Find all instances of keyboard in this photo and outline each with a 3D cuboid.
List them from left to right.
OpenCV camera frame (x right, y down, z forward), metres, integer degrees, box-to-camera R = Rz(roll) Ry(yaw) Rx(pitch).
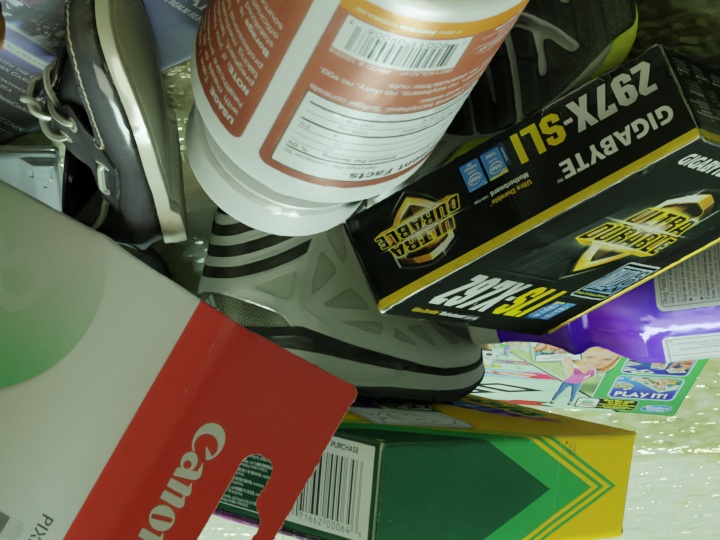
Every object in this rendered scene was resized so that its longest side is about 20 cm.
[{"bbox_3d":[-0.171,-0.020,1.428,0.056,0.011,0.200,6,158,0],"label":"keyboard"}]

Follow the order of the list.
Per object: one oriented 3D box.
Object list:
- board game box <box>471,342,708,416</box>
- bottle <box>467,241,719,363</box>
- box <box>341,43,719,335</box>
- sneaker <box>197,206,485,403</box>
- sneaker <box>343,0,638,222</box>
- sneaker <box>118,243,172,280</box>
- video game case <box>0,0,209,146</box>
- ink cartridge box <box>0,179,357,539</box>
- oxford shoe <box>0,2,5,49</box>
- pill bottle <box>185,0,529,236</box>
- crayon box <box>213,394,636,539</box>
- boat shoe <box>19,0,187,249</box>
[{"bbox_3d":[0.085,0.031,1.528,0.200,0.029,0.135,4,153,-8],"label":"board game box"},{"bbox_3d":[0.151,0.003,1.414,0.200,0.084,0.065,-7,144,10],"label":"bottle"},{"bbox_3d":[0.103,-0.030,1.280,0.160,0.049,0.200,-27,166,19],"label":"box"},{"bbox_3d":[0.000,0.000,1.390,0.076,0.116,0.200,11,-177,37],"label":"sneaker"},{"bbox_3d":[0.064,-0.079,1.279,0.090,0.078,0.200,5,158,-34],"label":"sneaker"},{"bbox_3d":[-0.104,0.034,1.497,0.079,0.074,0.200,-8,160,-7],"label":"sneaker"},{"bbox_3d":[-0.157,-0.109,1.264,0.200,0.019,0.143,-22,146,34],"label":"video game case"},{"bbox_3d":[-0.127,0.070,1.286,0.200,0.161,0.050,27,171,17],"label":"ink cartridge box"},{"bbox_3d":[-0.227,-0.133,1.150,0.200,0.071,0.073,18,133,-21],"label":"oxford shoe"},{"bbox_3d":[-0.005,-0.099,1.174,0.112,0.112,0.200,8,149,-17],"label":"pill bottle"},{"bbox_3d":[0.002,0.088,1.410,0.172,0.058,0.200,-1,-172,-44],"label":"crayon box"},{"bbox_3d":[-0.115,-0.061,1.261,0.063,0.073,0.200,-6,158,2],"label":"boat shoe"}]
